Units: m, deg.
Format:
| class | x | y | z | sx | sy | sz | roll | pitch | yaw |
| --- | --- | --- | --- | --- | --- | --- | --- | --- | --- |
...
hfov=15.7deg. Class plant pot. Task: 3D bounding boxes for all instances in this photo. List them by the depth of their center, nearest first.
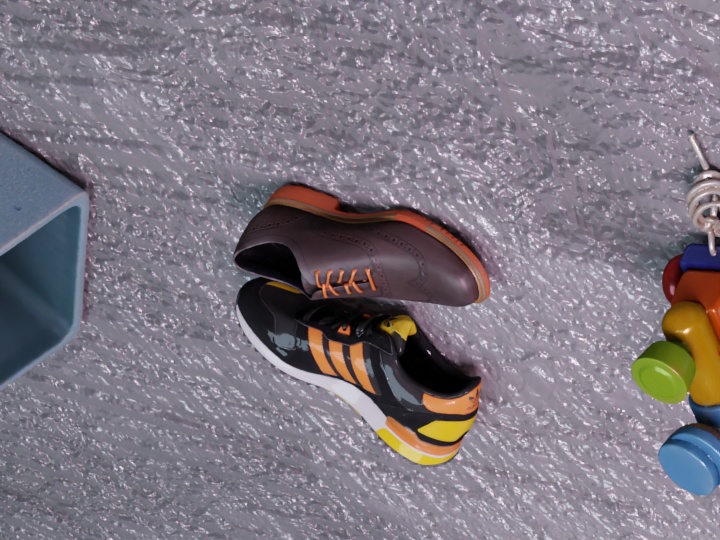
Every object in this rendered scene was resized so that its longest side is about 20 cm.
| class | x | y | z | sx | sy | sz | roll | pitch | yaw |
| --- | --- | --- | --- | --- | --- | --- | --- | --- | --- |
| plant pot | -0.356 | -0.015 | 2.078 | 0.200 | 0.196 | 0.196 | 41 | 148 | 21 |

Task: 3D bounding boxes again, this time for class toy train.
| class | x | y | z | sx | sy | sz | roll | pitch | yaw |
| --- | --- | --- | --- | --- | --- | --- | --- | --- | --- |
| toy train | 0.203 | 0.031 | 1.594 | 0.084 | 0.116 | 0.201 | 4 | 130 | 43 |

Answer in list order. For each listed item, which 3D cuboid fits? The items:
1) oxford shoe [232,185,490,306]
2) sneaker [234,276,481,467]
| class | x | y | z | sx | sy | sz | roll | pitch | yaw |
| --- | --- | --- | --- | --- | --- | --- | --- | --- | --- |
| oxford shoe | 0.000 | 0.000 | 1.813 | 0.199 | 0.073 | 0.072 | 14 | 136 | 37 |
| sneaker | 0.004 | 0.052 | 1.885 | 0.200 | 0.070 | 0.090 | 37 | 131 | 10 |
